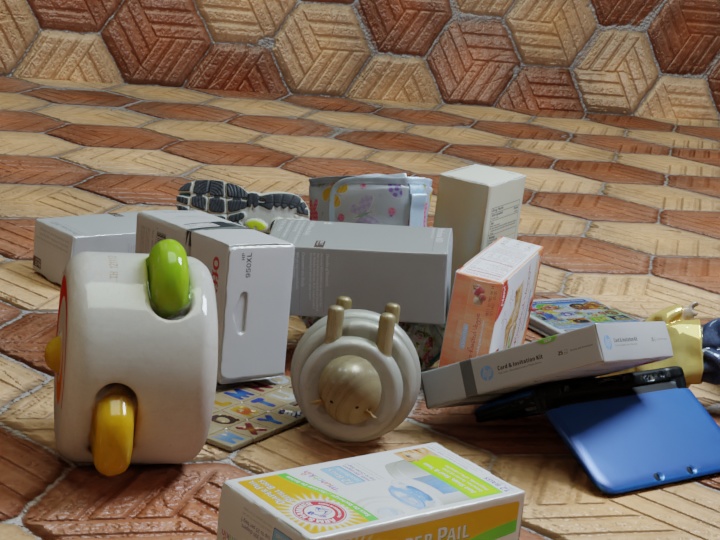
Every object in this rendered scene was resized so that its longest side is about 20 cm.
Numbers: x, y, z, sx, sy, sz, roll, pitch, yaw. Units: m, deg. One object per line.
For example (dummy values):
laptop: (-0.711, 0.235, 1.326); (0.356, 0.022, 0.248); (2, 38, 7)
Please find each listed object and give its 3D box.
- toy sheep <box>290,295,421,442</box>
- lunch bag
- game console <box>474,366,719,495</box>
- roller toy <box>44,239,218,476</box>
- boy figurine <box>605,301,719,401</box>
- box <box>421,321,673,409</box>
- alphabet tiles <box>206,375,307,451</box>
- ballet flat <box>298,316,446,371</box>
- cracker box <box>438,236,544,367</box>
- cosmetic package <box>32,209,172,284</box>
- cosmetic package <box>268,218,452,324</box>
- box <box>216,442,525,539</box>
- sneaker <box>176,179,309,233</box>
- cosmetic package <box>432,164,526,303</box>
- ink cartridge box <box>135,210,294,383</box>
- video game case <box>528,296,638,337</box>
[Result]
toy sheep: (-0.003, 0.096, 1.418); (0.137, 0.139, 0.200); (9, 5, 8)
lunch bag: (0.014, -0.031, 1.760); (0.127, 0.171, 0.200); (-1, 4, -26)
game console: (0.244, 0.166, 1.481); (0.199, 0.119, 0.171); (-4, -14, -35)
roller toy: (-0.206, 0.079, 1.301); (0.139, 0.201, 0.182); (3, -8, -15)
boy figurine: (0.347, 0.099, 1.625); (0.199, 0.125, 0.064); (-11, -21, 21)
box: (0.182, 0.093, 1.456); (0.199, 0.041, 0.156); (-18, -11, 34)
alphabet tiles: (-0.132, 0.129, 1.482); (0.167, 0.008, 0.200); (15, 17, 31)
ballet flat: (0.005, 0.068, 1.663); (0.199, 0.076, 0.064); (8, 47, 28)
cracker box: (0.146, 0.049, 1.648); (0.057, 0.135, 0.200); (15, 17, 17)
cosmetic package: (-0.302, -0.029, 1.878); (0.199, 0.074, 0.101); (-5, 18, -41)
cosmetic package: (0.000, 0.000, 1.608); (0.199, 0.091, 0.107); (0, 17, 4)
box: (0.006, 0.202, 1.075); (0.199, 0.102, 0.112); (-5, 18, -37)
sneaker: (-0.173, -0.083, 2.184); (0.199, 0.078, 0.080); (10, -5, -4)
cosmetic package: (0.133, -0.019, 1.771); (0.071, 0.201, 0.105); (15, 16, 28)
ink cartridge box: (-0.159, 0.024, 1.573); (0.084, 0.145, 0.200); (-3, 14, -35)
video game case: (0.289, 0.072, 1.857); (0.143, 0.018, 0.200); (-3, 17, -29)
